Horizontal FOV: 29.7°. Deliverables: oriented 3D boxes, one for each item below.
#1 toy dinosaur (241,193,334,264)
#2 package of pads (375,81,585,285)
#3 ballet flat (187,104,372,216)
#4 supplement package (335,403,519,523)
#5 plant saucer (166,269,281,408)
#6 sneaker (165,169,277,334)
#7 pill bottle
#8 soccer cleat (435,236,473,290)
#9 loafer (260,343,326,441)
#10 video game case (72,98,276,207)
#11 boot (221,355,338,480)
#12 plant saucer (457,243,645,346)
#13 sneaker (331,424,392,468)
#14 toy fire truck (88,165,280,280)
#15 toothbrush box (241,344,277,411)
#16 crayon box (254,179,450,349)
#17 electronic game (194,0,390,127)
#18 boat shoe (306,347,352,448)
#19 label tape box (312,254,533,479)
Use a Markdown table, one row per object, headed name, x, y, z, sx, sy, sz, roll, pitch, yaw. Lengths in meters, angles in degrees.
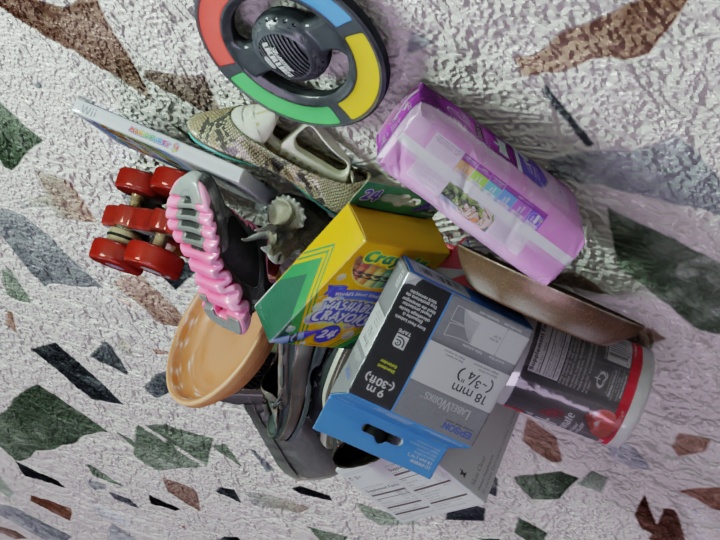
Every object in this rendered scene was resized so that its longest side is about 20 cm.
| name | x | y | z | sx | sy | sz | roll | pitch | yaw |
| --- | --- | --- | --- | --- | --- | --- | --- | --- | --- |
| toy dinosaur | -0.063 | -0.051 | 1.440 | 0.102 | 0.077 | 0.200 | 39 | -171 | -13 |
| package of pads | 0.109 | -0.082 | 1.234 | 0.199 | 0.121 | 0.076 | 35 | 106 | -11 |
| ballet flat | -0.075 | -0.127 | 1.379 | 0.198 | 0.068 | 0.076 | 28 | 128 | -11 |
| supplement package | 0.088 | 0.159 | 1.520 | 0.111 | 0.201 | 0.155 | 38 | 146 | -18 |
| plant saucer | -0.153 | 0.072 | 1.589 | 0.037 | 0.202 | 0.199 | 33 | 150 | -30 |
| sneaker | -0.139 | -0.032 | 1.439 | 0.079 | 0.095 | 0.202 | 25 | 143 | 38 |
| pill bottle | 0.198 | 0.100 | 1.423 | 0.198 | 0.112 | 0.111 | 21 | 149 | 0 |
| soccer cleat | 0.039 | -0.009 | 1.461 | 0.198 | 0.067 | 0.077 | 8 | 123 | 32 |
| loafer | -0.087 | 0.113 | 1.529 | 0.062 | 0.072 | 0.202 | 1 | 130 | -22 |
| video game case | -0.193 | -0.122 | 1.441 | 0.198 | 0.018 | 0.143 | 23 | 177 | 13 |
| boot | -0.126 | 0.180 | 1.693 | 0.180 | 0.073 | 0.201 | 9 | 149 | 30 |
| plant saucer | 0.178 | 0.029 | 1.321 | 0.198 | 0.037 | 0.200 | 23 | -176 | -2 |
| sneaker | 0.040 | 0.123 | 1.431 | 0.074 | 0.107 | 0.200 | 29 | 122 | -19 |
| toy fire truck | -0.203 | -0.036 | 1.556 | 0.167 | 0.114 | 0.199 | 27 | 167 | -37 |
| toothbrush box | -0.092 | 0.104 | 1.692 | 0.198 | 0.087 | 0.146 | -2 | 137 | 40 |
| crayon box | 0.000 | 0.000 | 1.372 | 0.125 | 0.052 | 0.200 | 7 | 136 | -44 |
| electronic game | -0.065 | -0.209 | 1.262 | 0.198 | 0.042 | 0.201 | 20 | 148 | 13 |
| boat shoe | -0.031 | 0.121 | 1.559 | 0.066 | 0.074 | 0.201 | 44 | 150 | 28 |
| label tape box | 0.060 | 0.109 | 1.338 | 0.143 | 0.202 | 0.063 | 24 | -168 | -14 |
